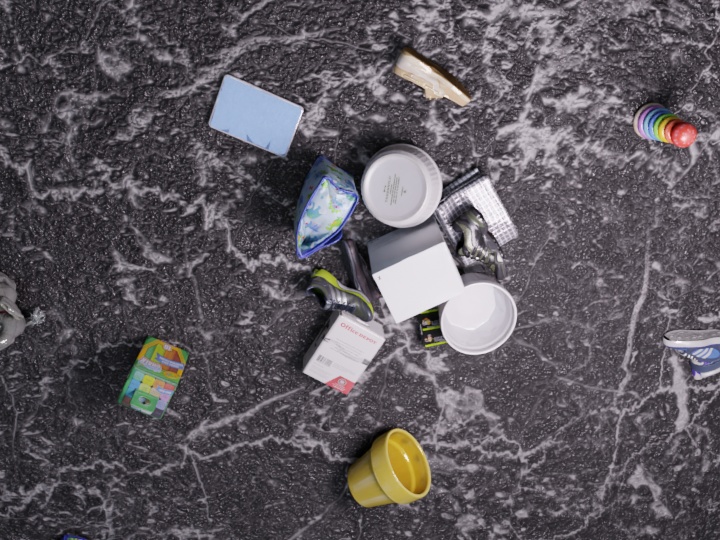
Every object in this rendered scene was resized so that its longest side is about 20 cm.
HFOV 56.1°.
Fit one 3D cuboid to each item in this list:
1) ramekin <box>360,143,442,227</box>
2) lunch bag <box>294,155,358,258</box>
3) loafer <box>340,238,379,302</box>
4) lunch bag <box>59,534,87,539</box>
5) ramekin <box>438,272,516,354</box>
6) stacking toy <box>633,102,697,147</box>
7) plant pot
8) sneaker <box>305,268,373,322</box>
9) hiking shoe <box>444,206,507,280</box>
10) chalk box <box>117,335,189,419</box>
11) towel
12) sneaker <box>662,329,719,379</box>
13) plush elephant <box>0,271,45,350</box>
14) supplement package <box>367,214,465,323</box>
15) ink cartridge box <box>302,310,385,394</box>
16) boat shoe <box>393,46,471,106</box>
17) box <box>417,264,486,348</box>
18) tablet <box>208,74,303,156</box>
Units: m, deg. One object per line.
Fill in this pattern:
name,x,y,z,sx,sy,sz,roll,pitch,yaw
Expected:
ramekin,0.091,-0.198,1.606,0.199,0.094,0.206,3,101,14
lunch bag,-0.096,-0.142,1.605,0.126,0.171,0.201,30,108,-18
loafer,0.000,0.000,1.746,0.062,0.072,0.202,-24,121,-15
lunch bag,-0.872,0.916,2.059,0.200,0.128,0.170,45,107,-7
ramekin,0.291,0.101,1.734,0.196,0.105,0.203,-2,114,-5
stacking toy,0.713,-0.328,1.568,0.084,0.201,0.087,-1,115,-3
plant pot,0.071,0.585,1.941,0.188,0.202,0.201,-35,112,27
sneaker,-0.057,0.079,1.729,0.198,0.081,0.074,30,136,10
hiking shoe,0.285,-0.054,1.649,0.100,0.076,0.202,-27,105,15
chalk box,-0.541,0.287,1.755,0.123,0.201,0.125,25,110,-14
towel,0.282,-0.132,1.689,0.164,0.086,0.201,-31,112,9
sneaker,0.939,0.247,1.901,0.196,0.081,0.149,-3,110,-8
plush elephant,-0.902,0.101,1.676,0.198,0.164,0.157,-26,131,-23
supplement package,0.133,-0.009,1.670,0.189,0.201,0.148,-24,113,8
ink cartridge box,-0.046,0.209,1.817,0.145,0.083,0.201,29,109,-15
boat shoe,0.164,-0.434,1.562,0.198,0.074,0.069,31,121,-15
box,0.247,0.098,1.810,0.197,0.048,0.196,-12,116,1
tablet,-0.246,-0.363,1.591,0.197,0.014,0.132,21,111,-13
